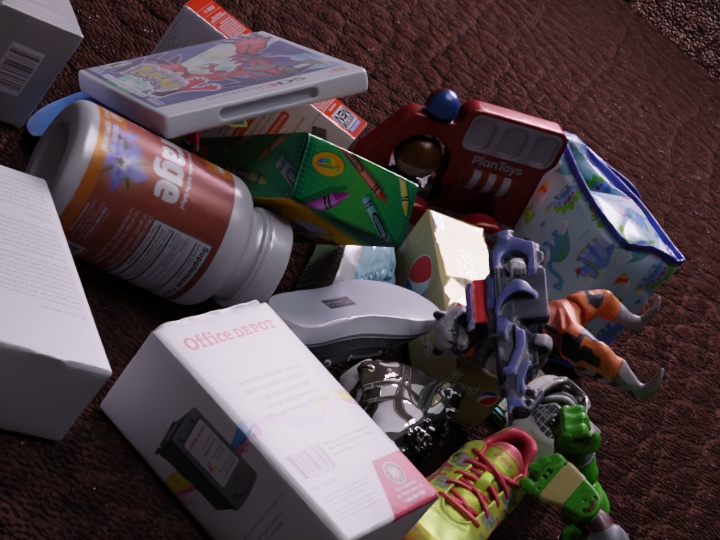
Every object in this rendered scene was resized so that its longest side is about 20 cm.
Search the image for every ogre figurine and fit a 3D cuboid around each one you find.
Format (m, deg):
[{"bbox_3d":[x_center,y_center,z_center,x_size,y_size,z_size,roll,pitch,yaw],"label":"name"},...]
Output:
[{"bbox_3d":[0.177,0.221,1.299,0.120,0.098,0.201,62,4,-61],"label":"ogre figurine"}]

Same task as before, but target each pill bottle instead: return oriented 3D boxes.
[{"bbox_3d":[-0.156,-0.042,1.295,0.199,0.112,0.112,26,27,-27],"label":"pill bottle"}]

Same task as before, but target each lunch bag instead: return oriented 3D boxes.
[{"bbox_3d":[0.211,-0.022,1.721,0.127,0.170,0.200,17,30,-40],"label":"lunch bag"}]

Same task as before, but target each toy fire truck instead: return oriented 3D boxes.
[{"bbox_3d":[0.088,-0.102,1.667,0.199,0.168,0.112,15,31,-21],"label":"toy fire truck"}]

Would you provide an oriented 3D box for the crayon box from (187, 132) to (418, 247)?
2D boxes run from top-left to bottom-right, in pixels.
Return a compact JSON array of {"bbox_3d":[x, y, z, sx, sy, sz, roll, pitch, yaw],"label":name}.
[{"bbox_3d":[-0.058,-0.068,1.416,0.118,0.059,0.200,23,-10,-32],"label":"crayon box"}]

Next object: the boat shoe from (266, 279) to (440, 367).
[{"bbox_3d":[-0.013,0.049,1.380,0.199,0.057,0.069,-3,33,-47],"label":"boat shoe"}]

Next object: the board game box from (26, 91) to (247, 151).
[{"bbox_3d":[-0.180,-0.119,1.402,0.199,0.039,0.158,3,24,25],"label":"board game box"}]

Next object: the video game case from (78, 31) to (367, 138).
[{"bbox_3d":[-0.119,-0.160,1.397,0.181,0.023,0.200,-16,23,-25],"label":"video game case"}]

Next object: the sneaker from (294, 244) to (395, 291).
[{"bbox_3d":[0.000,0.000,1.500,0.082,0.074,0.200,41,29,-11],"label":"sneaker"}]

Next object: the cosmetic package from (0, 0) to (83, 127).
[{"bbox_3d":[-0.312,-0.227,1.405,0.090,0.107,0.200,18,29,-40],"label":"cosmetic package"}]

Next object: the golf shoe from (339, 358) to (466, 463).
[{"bbox_3d":[0.013,0.122,1.316,0.094,0.078,0.200,31,16,9],"label":"golf shoe"}]

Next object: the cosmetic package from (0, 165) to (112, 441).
[{"bbox_3d":[-0.247,0.012,1.117,0.101,0.071,0.200,19,30,-38],"label":"cosmetic package"}]

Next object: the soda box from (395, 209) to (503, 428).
[{"bbox_3d":[0.082,0.042,1.504,0.064,0.068,0.201,19,39,-23],"label":"soda box"}]

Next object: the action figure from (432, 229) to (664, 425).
[{"bbox_3d":[0.152,0.072,1.386,0.192,0.105,0.201,10,48,2],"label":"action figure"}]

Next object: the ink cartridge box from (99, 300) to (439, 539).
[{"bbox_3d":[-0.062,0.127,1.167,0.200,0.086,0.147,45,25,18],"label":"ink cartridge box"}]

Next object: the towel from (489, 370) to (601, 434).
[{"bbox_3d":[0.136,0.100,1.580,0.200,0.022,0.147,45,25,13],"label":"towel"}]

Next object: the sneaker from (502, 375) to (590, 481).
[{"bbox_3d":[0.172,0.128,1.467,0.076,0.081,0.200,37,19,3],"label":"sneaker"}]

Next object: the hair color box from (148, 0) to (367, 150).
[{"bbox_3d":[-0.107,-0.152,1.563,0.200,0.111,0.064,39,24,-2],"label":"hair color box"}]

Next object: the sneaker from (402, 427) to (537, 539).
[{"bbox_3d":[0.085,0.171,1.294,0.078,0.090,0.200,41,24,5],"label":"sneaker"}]
